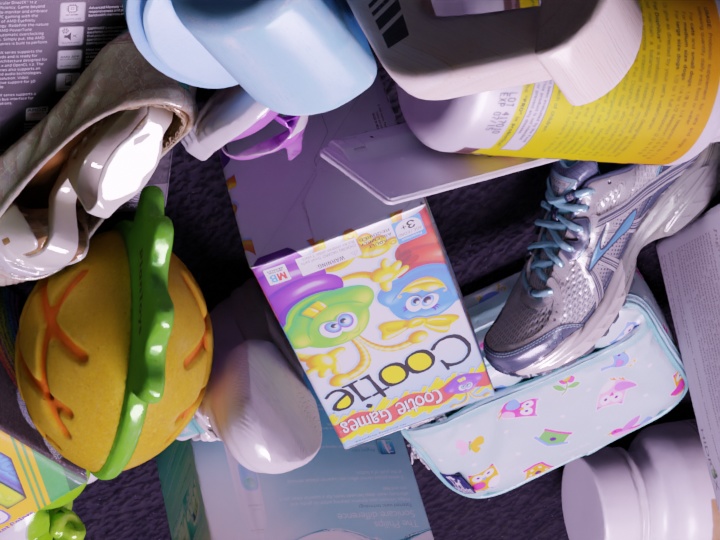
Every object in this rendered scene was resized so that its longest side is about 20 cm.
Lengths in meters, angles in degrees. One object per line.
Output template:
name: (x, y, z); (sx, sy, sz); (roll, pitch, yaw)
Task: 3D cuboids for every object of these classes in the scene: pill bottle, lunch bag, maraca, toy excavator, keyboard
pill bottle: (0.262, 0.172, 1.339); (0.197, 0.115, 0.115); (-6, 141, -15)
lunch bag: (0.113, 0.070, 1.182); (0.198, 0.078, 0.161); (-27, 142, 11)
pill bottle: (0.125, -0.113, 0.935); (0.198, 0.110, 0.110); (2, 138, -24)
maraca: (-0.128, 0.036, 0.935); (0.106, 0.139, 0.200); (2, 158, -20)
toy excavator: (-0.001, -0.110, 0.699); (0.193, 0.201, 0.100); (-30, 142, 14)
keyboard: (0.067, -0.069, 0.953); (0.199, 0.056, 0.011); (-17, 139, -41)

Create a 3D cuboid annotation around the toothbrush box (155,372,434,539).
toothbrush box: (-0.044, 0.147, 1.112); (0.145, 0.201, 0.086); (-1, 140, -22)

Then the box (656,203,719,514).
box: (0.316, 0.041, 1.093); (0.197, 0.202, 0.171); (-13, 175, -6)

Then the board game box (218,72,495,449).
board game box: (0.000, 0.000, 1.027); (0.102, 0.106, 0.201); (-20, 142, 3)

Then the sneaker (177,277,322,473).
sneaker: (-0.077, 0.077, 1.017); (0.088, 0.200, 0.076); (-32, 108, 7)

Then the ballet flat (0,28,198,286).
ballet flat: (-0.147, -0.041, 0.868); (0.067, 0.063, 0.200); (15, 133, -36)

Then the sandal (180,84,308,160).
sandal: (-0.044, -0.082, 0.866); (0.050, 0.203, 0.083); (40, 85, -10)

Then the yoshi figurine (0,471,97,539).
yoshi figurine: (-0.219, 0.143, 1.114); (0.111, 0.113, 0.201); (17, 128, -28)

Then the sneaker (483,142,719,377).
sneaker: (0.131, -0.029, 1.049); (0.201, 0.077, 0.086); (-52, 127, -4)

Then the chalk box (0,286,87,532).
chalk box: (-0.267, 0.061, 0.977); (0.123, 0.126, 0.200); (-30, 140, 15)

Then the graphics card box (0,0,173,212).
graphics card box: (-0.151, -0.109, 0.874); (0.124, 0.051, 0.201); (-6, 140, -17)
